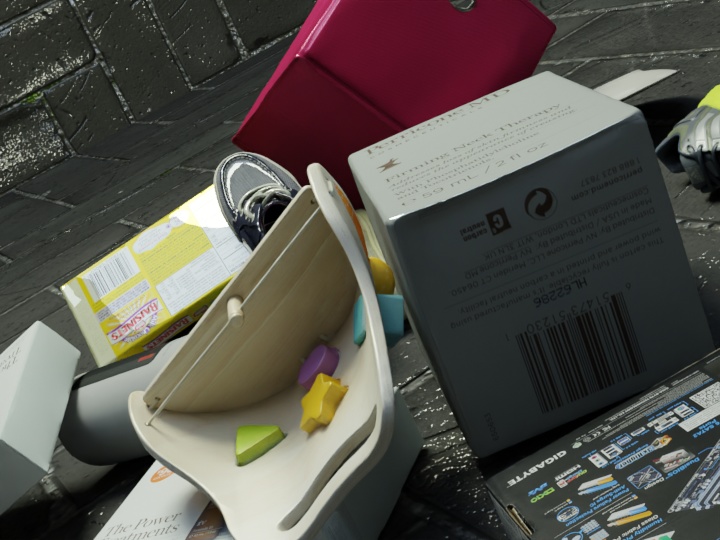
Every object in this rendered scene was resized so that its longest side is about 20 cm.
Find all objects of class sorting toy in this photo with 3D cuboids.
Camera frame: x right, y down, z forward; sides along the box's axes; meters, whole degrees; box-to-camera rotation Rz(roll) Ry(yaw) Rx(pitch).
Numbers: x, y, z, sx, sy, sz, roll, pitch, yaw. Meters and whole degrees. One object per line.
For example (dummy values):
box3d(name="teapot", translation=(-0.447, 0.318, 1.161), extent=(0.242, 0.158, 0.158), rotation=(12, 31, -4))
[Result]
box3d(name="sorting toy", translation=(-0.035, 0.073, 0.729), extent=(0.200, 0.106, 0.181), rotation=(-50, 28, 16))

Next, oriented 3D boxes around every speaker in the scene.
box3d(name="speaker", translation=(-0.161, 0.103, 0.974), extent=(0.199, 0.082, 0.081), rotation=(-20, 16, 50))

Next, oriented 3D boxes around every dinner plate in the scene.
box3d(name="dinner plate", translation=(0.218, -0.157, 1.224), extent=(0.199, 0.024, 0.200), rotation=(-25, 1, 0))

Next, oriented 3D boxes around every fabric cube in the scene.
box3d(name="fabric cube", translation=(0.029, -0.176, 1.176), extent=(0.200, 0.195, 0.200), rotation=(-60, 12, -27))

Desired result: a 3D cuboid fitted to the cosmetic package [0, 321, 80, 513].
box3d(name="cosmetic package", translation=(-0.314, 0.153, 0.989), extent=(0.200, 0.052, 0.151), rotation=(-40, 27, 20))

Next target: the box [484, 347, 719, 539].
box3d(name="box", translation=(0.179, 0.106, 0.584), extent=(0.199, 0.050, 0.198), rotation=(-28, 18, -6))

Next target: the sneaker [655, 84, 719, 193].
box3d(name="sneaker", translation=(0.295, -0.090, 0.962), extent=(0.081, 0.074, 0.200), rotation=(-36, 12, -1))

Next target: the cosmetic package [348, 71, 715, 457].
box3d(name="cosmetic package", translation=(0.104, -0.014, 0.823), extent=(0.166, 0.168, 0.200), rotation=(-23, 17, -1))

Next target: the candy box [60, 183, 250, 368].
box3d(name="candy box", translation=(-0.160, -0.001, 1.097), extent=(0.199, 0.026, 0.103), rotation=(-34, 59, -2))

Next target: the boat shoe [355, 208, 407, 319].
box3d(name="boat shoe", translation=(0.000, 0.000, 1.106), extent=(0.064, 0.073, 0.200), rotation=(-26, 23, -5))

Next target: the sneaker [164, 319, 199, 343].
box3d(name="sneaker", translation=(-0.159, 0.036, 1.139), extent=(0.083, 0.122, 0.200), rotation=(-20, 19, 18))

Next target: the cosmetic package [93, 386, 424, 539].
box3d(name="cosmetic package", translation=(-0.072, 0.154, 0.804), extent=(0.198, 0.052, 0.151), rotation=(-17, 17, 27))

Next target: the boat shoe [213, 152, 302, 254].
box3d(name="boat shoe", translation=(-0.069, -0.048, 1.024), extent=(0.074, 0.093, 0.200), rotation=(-34, 57, -9))
